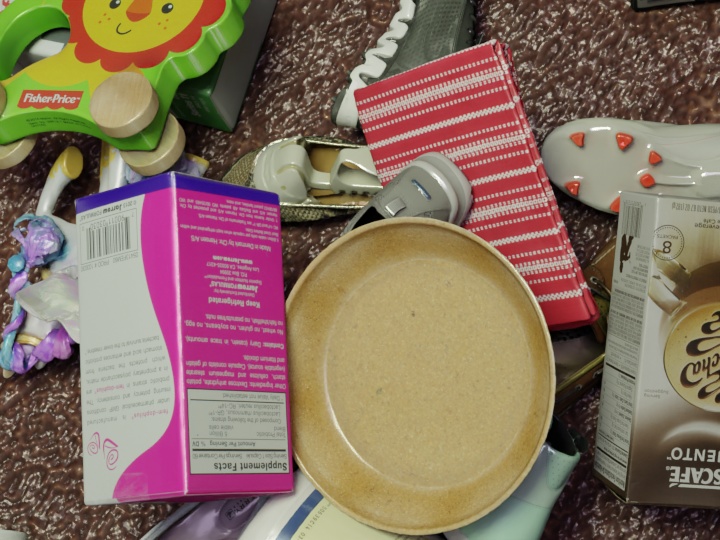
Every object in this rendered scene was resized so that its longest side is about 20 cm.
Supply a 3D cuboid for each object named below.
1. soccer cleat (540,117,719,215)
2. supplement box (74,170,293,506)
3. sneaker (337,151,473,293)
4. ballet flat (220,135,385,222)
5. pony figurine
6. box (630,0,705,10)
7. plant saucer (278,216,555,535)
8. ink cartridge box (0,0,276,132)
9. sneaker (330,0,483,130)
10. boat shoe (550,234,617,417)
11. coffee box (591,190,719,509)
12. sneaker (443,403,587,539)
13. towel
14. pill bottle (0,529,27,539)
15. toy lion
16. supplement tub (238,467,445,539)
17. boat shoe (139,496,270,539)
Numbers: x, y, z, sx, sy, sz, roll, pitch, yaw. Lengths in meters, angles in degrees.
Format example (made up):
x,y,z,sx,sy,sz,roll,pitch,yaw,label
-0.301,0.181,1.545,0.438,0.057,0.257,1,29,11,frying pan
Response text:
x,y,z,sx,sy,sz,roll,pitch,yaw,label
0.228,-0.076,1.133,0.198,0.078,0.070,5,110,5,soccer cleat
-0.116,0.049,1.030,0.101,0.103,0.202,-11,77,40,supplement box
0.000,0.000,1.102,0.075,0.201,0.082,44,43,19,sneaker
-0.015,-0.072,1.170,0.198,0.075,0.069,3,75,10,ballet flat
-0.185,0.000,1.157,0.192,0.166,0.202,14,81,45,pony figurine
0.239,-0.311,1.162,0.105,0.122,0.202,-6,75,8,box
0.037,0.067,1.018,0.198,0.035,0.202,0,90,26,plant saucer
-0.176,-0.208,1.224,0.198,0.083,0.148,14,79,13,ink cartridge box
0.062,-0.172,1.184,0.090,0.067,0.201,30,74,8,sneaker
0.169,0.037,1.118,0.072,0.068,0.200,38,85,15,boat shoe
0.227,0.053,1.057,0.112,0.080,0.202,4,95,-10,coffee box
0.074,0.104,1.079,0.200,0.073,0.119,45,110,41,sneaker
0.078,-0.046,1.083,0.144,0.022,0.202,-13,99,45,towel
-0.284,0.284,1.110,0.110,0.111,0.202,1,77,9,pill bottle
-0.181,-0.168,1.134,0.198,0.069,0.193,3,63,22,toy lion
0.012,0.237,1.056,0.199,0.145,0.146,31,83,15,supplement tub
-0.129,0.210,1.126,0.202,0.065,0.074,-43,74,-3,boat shoe
